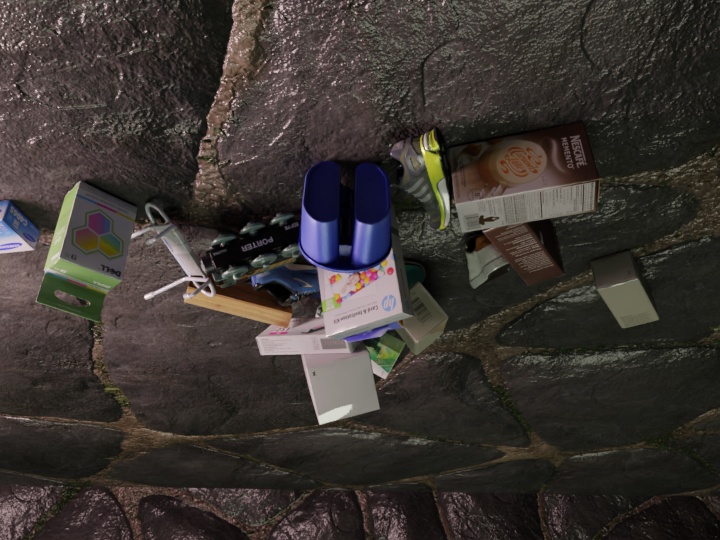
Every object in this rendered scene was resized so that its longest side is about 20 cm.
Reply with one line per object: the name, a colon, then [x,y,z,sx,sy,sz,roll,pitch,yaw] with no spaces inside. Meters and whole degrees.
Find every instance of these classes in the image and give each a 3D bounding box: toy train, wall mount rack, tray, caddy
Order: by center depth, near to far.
caddy: [-0.021,-0.079,0.986,0.141,0.200,0.105,3,132,-2]
toy train: [-0.176,-0.033,1.122,0.200,0.085,0.114,-21,169,-12]
wall mount rack: [-0.347,-0.016,1.131,0.174,0.075,0.200,0,126,49]
tray: [-0.234,0.053,1.260,0.200,0.099,0.037,15,106,-14]

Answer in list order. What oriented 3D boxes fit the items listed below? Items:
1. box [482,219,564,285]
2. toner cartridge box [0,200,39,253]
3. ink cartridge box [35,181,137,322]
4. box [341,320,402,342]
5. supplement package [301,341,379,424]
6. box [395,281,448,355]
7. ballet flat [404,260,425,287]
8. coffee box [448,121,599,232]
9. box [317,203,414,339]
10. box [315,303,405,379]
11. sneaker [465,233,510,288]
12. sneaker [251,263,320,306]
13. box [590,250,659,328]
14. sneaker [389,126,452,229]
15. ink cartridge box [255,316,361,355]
box: [0.271,-0.066,1.090,0.075,0.100,0.200,-18,145,26]
toner cartridge box: [-0.678,-0.068,1.126,0.199,0.043,0.095,-5,149,7]
ink cartridge box: [-0.433,-0.031,1.040,0.059,0.200,0.104,-26,141,38]
box: [0.013,0.039,1.160,0.119,0.200,0.041,-13,146,20]
supplement package: [-0.047,0.193,1.267,0.121,0.200,0.120,-13,105,-7]
box: [0.112,0.100,1.294,0.078,0.095,0.200,-38,168,-6]
ballet flat: [0.027,0.029,1.264,0.200,0.070,0.069,-24,149,-7]
coffee box: [0.239,-0.137,0.964,0.200,0.115,0.080,-9,147,12]
box: [0.000,0.000,1.095,0.156,0.200,0.041,-20,158,30]
box: [-0.011,0.154,1.426,0.200,0.036,0.144,26,147,5]
sneaker: [0.231,-0.024,1.207,0.073,0.085,0.200,-27,168,-6]
sneaker: [-0.126,0.036,1.259,0.200,0.089,0.079,16,145,-28]
box: [0.531,0.042,1.299,0.082,0.069,0.200,-18,144,26]
sneaker: [0.099,-0.138,1.011,0.081,0.074,0.200,-2,141,15]
ink cartridge box: [-0.075,0.111,1.275,0.200,0.174,0.044,-5,108,25]
